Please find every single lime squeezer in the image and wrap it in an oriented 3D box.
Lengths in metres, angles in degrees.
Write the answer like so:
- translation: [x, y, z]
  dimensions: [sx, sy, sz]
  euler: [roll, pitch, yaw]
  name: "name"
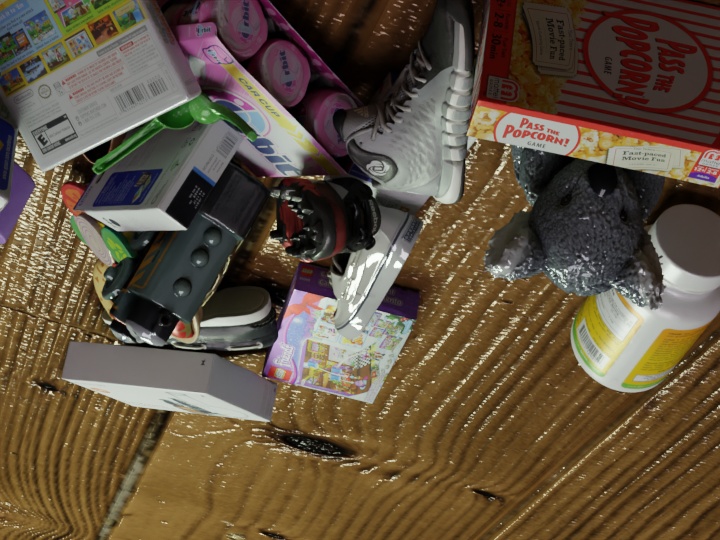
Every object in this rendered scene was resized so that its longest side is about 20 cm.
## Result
- translation: [-0.146, -0.125, 1.165]
  dimensions: [0.200, 0.071, 0.038]
  euler: [-5, 126, 42]
  name: "lime squeezer"

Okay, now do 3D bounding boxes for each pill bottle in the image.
- translation: [0.286, 0.025, 1.366]
  dimensions: [0.111, 0.111, 0.200]
  euler: [14, 145, -6]
  name: "pill bottle"

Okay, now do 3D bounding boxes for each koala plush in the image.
- translation: [0.193, -0.060, 1.188]
  dimensions: [0.177, 0.201, 0.184]
  euler: [11, 146, -3]
  name: "koala plush"

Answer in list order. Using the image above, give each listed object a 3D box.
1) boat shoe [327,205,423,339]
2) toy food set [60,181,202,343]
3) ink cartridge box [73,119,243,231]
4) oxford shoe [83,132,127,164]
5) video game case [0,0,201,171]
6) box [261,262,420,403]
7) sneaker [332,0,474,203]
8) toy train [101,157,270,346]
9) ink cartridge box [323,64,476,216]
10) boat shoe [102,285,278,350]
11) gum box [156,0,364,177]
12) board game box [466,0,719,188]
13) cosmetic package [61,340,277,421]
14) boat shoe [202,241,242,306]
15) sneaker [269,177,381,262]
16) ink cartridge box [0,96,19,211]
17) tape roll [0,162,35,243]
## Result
- translation: [0.000, 0.000, 1.401]
  dimensions: [0.066, 0.072, 0.200]
  euler: [28, 149, -2]
  name: "boat shoe"
- translation: [-0.233, -0.005, 1.431]
  dimensions: [0.200, 0.049, 0.198]
  euler: [22, 142, 52]
  name: "toy food set"
- translation: [-0.186, -0.085, 1.274]
  dimensions: [0.039, 0.100, 0.200]
  euler: [38, 163, -28]
  name: "ink cartridge box"
- translation: [-0.240, -0.172, 1.254]
  dimensions: [0.071, 0.071, 0.200]
  euler: [5, 144, 10]
  name: "oxford shoe"
- translation: [-0.243, -0.194, 1.176]
  dimensions: [0.200, 0.023, 0.182]
  euler: [-19, 103, 39]
  name: "video game case"
- translation: [-0.025, 0.073, 1.578]
  dimensions: [0.136, 0.039, 0.200]
  euler: [14, 145, -7]
  name: "box"
- translation: [0.034, -0.140, 1.167]
  dimensions: [0.115, 0.075, 0.201]
  euler: [3, 128, 2]
  name: "sneaker"
- translation: [-0.161, -0.020, 1.290]
  dimensions: [0.085, 0.200, 0.114]
  euler: [35, 170, -24]
  name: "toy train"
- translation: [0.045, -0.121, 1.285]
  dimensions: [0.094, 0.037, 0.200]
  euler: [21, 147, -14]
  name: "ink cartridge box"
- translation: [-0.188, 0.060, 1.558]
  dimensions: [0.199, 0.076, 0.060]
  euler: [1, 127, 21]
  name: "boat shoe"
- translation: [-0.095, -0.163, 1.206]
  dimensions: [0.113, 0.066, 0.200]
  euler: [2, 149, 42]
  name: "gum box"
- translation: [0.190, -0.154, 1.099]
  dimensions: [0.199, 0.152, 0.046]
  euler: [11, 146, -3]
  name: "board game box"
- translation: [-0.219, 0.128, 1.633]
  dimensions: [0.199, 0.052, 0.151]
  euler: [3, 162, 27]
  name: "cosmetic package"
- translation: [-0.156, -0.022, 1.442]
  dimensions: [0.074, 0.075, 0.202]
  euler: [15, 145, -7]
  name: "boat shoe"
- translation: [-0.025, -0.048, 1.251]
  dimensions: [0.098, 0.071, 0.200]
  euler: [-1, -174, -9]
  name: "sneaker"
- translation: [-0.382, -0.157, 1.199]
  dimensions: [0.200, 0.198, 0.047]
  euler: [32, 121, -30]
  name: "ink cartridge box"
- translation: [-0.411, -0.100, 1.334]
  dimensions: [0.200, 0.066, 0.200]
  euler: [24, 169, 5]
  name: "tape roll"
